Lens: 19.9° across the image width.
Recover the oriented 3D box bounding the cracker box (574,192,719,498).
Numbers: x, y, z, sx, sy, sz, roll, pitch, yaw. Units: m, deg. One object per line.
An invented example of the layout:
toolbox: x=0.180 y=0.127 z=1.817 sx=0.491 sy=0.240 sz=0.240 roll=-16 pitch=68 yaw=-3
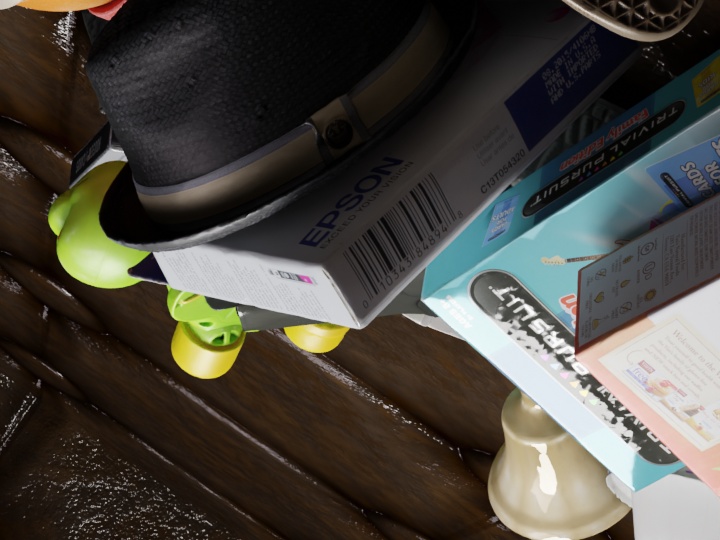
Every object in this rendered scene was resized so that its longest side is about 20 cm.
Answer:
cracker box: x=0.204 y=0.014 z=0.830 sx=0.199 sy=0.058 sz=0.134 roll=-29 pitch=122 yaw=31

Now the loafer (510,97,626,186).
loafer: x=0.156 y=-0.028 z=0.987 sx=0.199 sy=0.076 sz=0.070 roll=32 pitch=180 yaw=8

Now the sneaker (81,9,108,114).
sneaker: x=-0.111 y=-0.140 z=1.126 sx=0.060 sy=0.105 sz=0.200 roll=0 pitch=180 yaw=-25

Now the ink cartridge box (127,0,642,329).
ink cartridge box: x=-0.001 y=-0.061 z=0.953 sx=0.199 sy=0.196 sz=0.043 roll=11 pitch=139 yaw=52

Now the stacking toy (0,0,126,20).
stacking toy: x=-0.082 y=-0.161 z=1.003 sx=0.199 sy=0.147 sz=0.146 roll=25 pitch=171 yaw=-31

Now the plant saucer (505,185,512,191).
plant saucer: x=0.122 y=-0.002 z=1.175 sx=0.199 sy=0.036 sz=0.200 roll=32 pitch=165 yaw=10

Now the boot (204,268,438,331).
boot: x=0.000 y=0.000 z=1.051 sx=0.200 sy=0.137 sz=0.078 roll=61 pitch=-170 yaw=-73

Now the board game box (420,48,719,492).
board game box: x=0.150 y=-0.001 z=0.898 sx=0.200 sy=0.047 sz=0.151 roll=-34 pitch=116 yaw=32

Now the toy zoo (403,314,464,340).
toy zoo: x=0.029 y=0.008 z=1.270 sx=0.131 sy=0.021 sz=0.200 roll=32 pitch=-174 yaw=35

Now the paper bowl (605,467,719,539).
paper bowl: x=0.237 y=0.144 z=1.182 sx=0.199 sy=0.105 sz=0.201 roll=21 pitch=167 yaw=5

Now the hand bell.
hand bell: x=0.101 y=0.058 z=1.222 sx=0.104 sy=0.104 sz=0.201 roll=21 pitch=147 yaw=39

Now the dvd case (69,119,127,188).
dvd case: x=-0.067 y=-0.057 z=1.246 sx=0.198 sy=0.025 sz=0.150 roll=8 pitch=171 yaw=-16

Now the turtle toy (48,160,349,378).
turtle toy: x=-0.069 y=-0.023 z=1.111 sx=0.101 sy=0.199 sz=0.146 roll=58 pitch=140 yaw=28

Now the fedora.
fedora: x=-0.049 y=-0.099 z=0.918 sx=0.200 sy=0.200 sz=0.092 roll=9 pitch=136 yaw=57

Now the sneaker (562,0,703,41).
sneaker: x=0.055 y=-0.169 z=0.804 sx=0.200 sy=0.071 sz=0.076 roll=41 pitch=-178 yaw=-11
